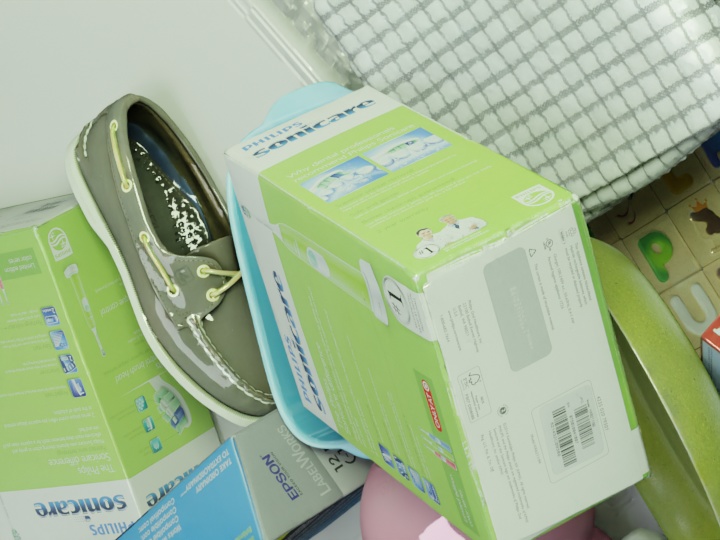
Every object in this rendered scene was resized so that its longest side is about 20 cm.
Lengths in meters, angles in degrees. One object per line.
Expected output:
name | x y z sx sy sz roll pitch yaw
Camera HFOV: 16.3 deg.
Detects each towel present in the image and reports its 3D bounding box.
towel | 0.095 -0.113 1.185 0.166 0.086 0.200 55 138 -1

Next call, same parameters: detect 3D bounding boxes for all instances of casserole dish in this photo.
casserole dish | 0.000 0.000 1.315 0.121 0.039 0.200 -19 79 24

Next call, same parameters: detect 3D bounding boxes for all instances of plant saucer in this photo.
plant saucer | 0.140 0.064 1.179 0.200 0.031 0.200 62 174 11

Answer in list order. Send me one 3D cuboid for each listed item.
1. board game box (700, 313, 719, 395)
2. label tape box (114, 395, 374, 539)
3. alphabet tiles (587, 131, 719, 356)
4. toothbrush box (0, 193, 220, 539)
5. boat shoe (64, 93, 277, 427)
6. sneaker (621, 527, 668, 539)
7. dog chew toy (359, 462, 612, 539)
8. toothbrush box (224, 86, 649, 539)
board game box | 0.203 0.091 1.163 0.103 0.019 0.200 40 167 21
label tape box | -0.066 0.130 1.363 0.066 0.200 0.143 55 134 8
alphabet tiles | 0.141 -0.023 1.248 0.166 0.006 0.200 -34 87 44
toothbrush box | -0.181 0.061 1.507 0.145 0.086 0.200 -10 102 42
boat shoe | -0.095 -0.006 1.412 0.202 0.072 0.060 58 139 8
sneaker | 0.208 0.204 1.267 0.100 0.075 0.200 -38 89 31
dog chew toy | 0.086 0.167 1.313 0.124 0.125 0.200 -20 105 44
toothbrush box | 0.031 0.018 1.143 0.200 0.086 0.146 31 143 57
